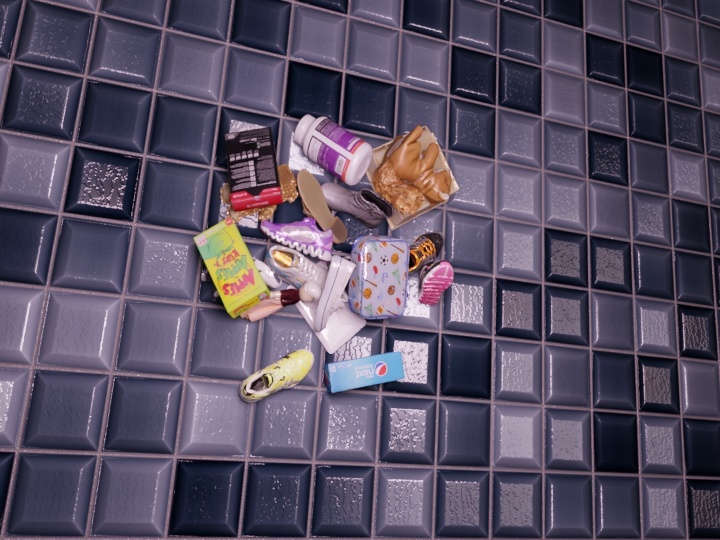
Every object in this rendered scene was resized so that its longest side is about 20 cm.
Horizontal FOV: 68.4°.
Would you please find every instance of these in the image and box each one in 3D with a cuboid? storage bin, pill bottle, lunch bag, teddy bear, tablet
[{"bbox_3d":[0.134,-0.253,1.433,0.195,0.094,0.204,-26,88,-18],"label":"storage bin"},{"bbox_3d":[-0.071,-0.315,1.360,0.197,0.113,0.114,34,72,12],"label":"pill bottle"},{"bbox_3d":[0.050,0.020,1.298,0.155,0.075,0.209,-1,100,-31],"label":"lunch bag"},{"bbox_3d":[-0.254,-0.191,1.330,0.198,0.067,0.145,-39,74,-17],"label":"teddy bear"},{"bbox_3d":[-0.086,0.092,1.350,0.129,0.014,0.203,-36,92,-19],"label":"tablet"}]

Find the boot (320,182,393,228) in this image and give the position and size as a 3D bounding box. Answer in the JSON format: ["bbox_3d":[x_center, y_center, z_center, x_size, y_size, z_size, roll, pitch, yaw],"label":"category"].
[{"bbox_3d":[-0.012,-0.185,1.357,0.194,0.131,0.072,23,76,-10],"label":"boot"}]

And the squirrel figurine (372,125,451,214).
[{"bbox_3d":[0.135,-0.222,1.321,0.186,0.140,0.202,43,72,-17],"label":"squirrel figurine"}]

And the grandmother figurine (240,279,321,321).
[{"bbox_3d":[-0.187,0.071,1.267,0.192,0.121,0.063,-15,88,4],"label":"grandmother figurine"}]

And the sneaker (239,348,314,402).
[{"bbox_3d":[-0.193,0.253,1.257,0.196,0.076,0.077,-30,87,-20],"label":"sneaker"}]

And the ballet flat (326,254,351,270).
[{"bbox_3d":[0.000,0.000,1.350,0.196,0.072,0.076,27,73,-28],"label":"ballet flat"}]

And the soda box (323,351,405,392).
[{"bbox_3d":[0.009,0.252,1.321,0.192,0.064,0.071,-7,82,-17],"label":"soda box"}]

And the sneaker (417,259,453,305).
[{"bbox_3d":[0.187,0.012,1.356,0.070,0.202,0.091,4,63,-4],"label":"sneaker"}]

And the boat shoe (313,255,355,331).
[{"bbox_3d":[-0.062,0.066,1.269,0.064,0.074,0.206,17,118,0],"label":"boat shoe"}]

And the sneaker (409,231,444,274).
[{"bbox_3d":[0.156,-0.041,1.410,0.198,0.077,0.079,-37,89,-20],"label":"sneaker"}]

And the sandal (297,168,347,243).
[{"bbox_3d":[-0.118,-0.152,1.359,0.214,0.068,0.078,55,46,-22],"label":"sandal"}]

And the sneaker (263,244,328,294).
[{"bbox_3d":[-0.145,0.003,1.302,0.193,0.081,0.079,22,69,-8],"label":"sneaker"}]

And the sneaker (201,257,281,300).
[{"bbox_3d":[-0.292,0.027,1.259,0.194,0.080,0.133,28,81,2],"label":"sneaker"}]

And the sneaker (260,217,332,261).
[{"bbox_3d":[-0.150,-0.093,1.312,0.193,0.080,0.092,20,89,-8],"label":"sneaker"}]

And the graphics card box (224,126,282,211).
[{"bbox_3d":[-0.262,-0.249,1.291,0.120,0.051,0.207,-11,66,-5],"label":"graphics card box"}]

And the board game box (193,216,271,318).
[{"bbox_3d":[-0.292,-0.009,1.203,0.099,0.048,0.204,-28,70,-8],"label":"board game box"}]
